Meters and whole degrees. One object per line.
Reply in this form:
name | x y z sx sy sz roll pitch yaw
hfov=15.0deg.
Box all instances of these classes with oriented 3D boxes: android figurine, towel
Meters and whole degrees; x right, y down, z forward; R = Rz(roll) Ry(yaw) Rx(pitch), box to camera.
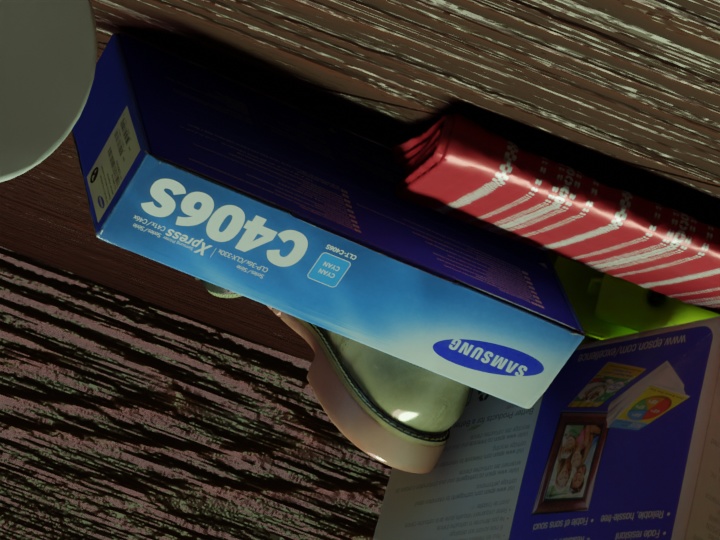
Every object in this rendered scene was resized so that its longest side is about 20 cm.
android figurine | 0.146 0.031 1.225 0.200 0.041 0.182 20 175 11
towel | 0.110 -0.011 1.016 0.200 0.023 0.145 20 176 -5

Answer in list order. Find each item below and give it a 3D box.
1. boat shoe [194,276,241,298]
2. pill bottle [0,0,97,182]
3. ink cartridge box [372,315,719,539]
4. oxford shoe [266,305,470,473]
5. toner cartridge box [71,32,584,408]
boat shoe | -0.056 -0.017 1.370 0.072 0.066 0.201 17 174 41
pill bottle | -0.167 -0.077 0.874 0.111 0.111 0.200 23 175 -35
ink cartridge box | 0.071 0.126 1.111 0.043 0.200 0.198 31 154 -30
oxford shoe | 0.000 0.000 1.202 0.071 0.074 0.200 13 -150 -41
toner cartridge box | -0.014 -0.019 1.075 0.200 0.043 0.095 23 -153 -25
